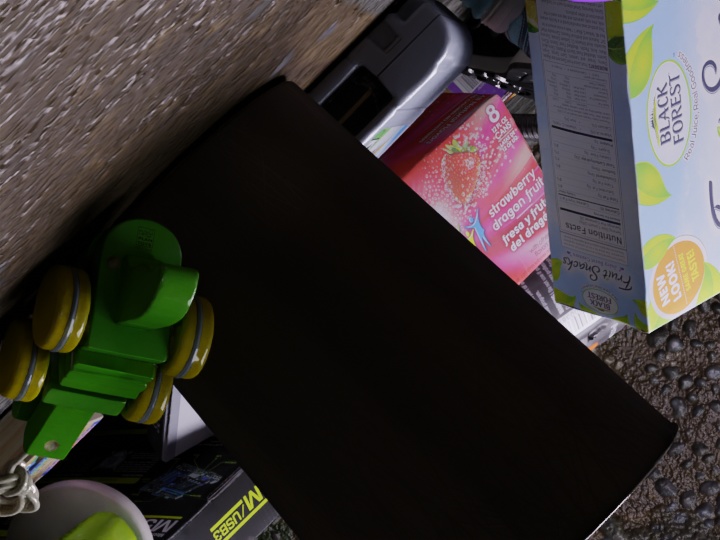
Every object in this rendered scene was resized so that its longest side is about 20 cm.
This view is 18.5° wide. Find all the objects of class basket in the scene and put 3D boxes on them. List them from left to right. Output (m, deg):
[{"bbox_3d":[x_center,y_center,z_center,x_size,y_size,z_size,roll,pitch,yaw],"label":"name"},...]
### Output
[{"bbox_3d":[0.001,0.037,0.862,0.136,0.200,0.180,-42,177,-22],"label":"basket"}]

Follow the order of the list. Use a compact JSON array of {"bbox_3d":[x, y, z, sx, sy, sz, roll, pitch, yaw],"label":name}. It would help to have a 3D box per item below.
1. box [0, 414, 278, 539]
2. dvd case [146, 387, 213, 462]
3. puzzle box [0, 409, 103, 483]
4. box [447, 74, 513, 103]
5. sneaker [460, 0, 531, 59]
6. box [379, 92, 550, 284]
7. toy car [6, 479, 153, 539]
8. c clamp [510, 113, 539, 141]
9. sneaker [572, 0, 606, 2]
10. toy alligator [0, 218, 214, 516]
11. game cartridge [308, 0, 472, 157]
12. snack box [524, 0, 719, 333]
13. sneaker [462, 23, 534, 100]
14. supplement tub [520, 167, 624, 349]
[{"bbox_3d":[-0.116,0.125,1.353,0.200,0.048,0.193,-6,-151,43],"label":"box"},{"bbox_3d":[-0.032,0.022,1.270,0.200,0.025,0.150,-28,155,-23],"label":"dvd case"},{"bbox_3d":[-0.216,0.137,1.098,0.200,0.025,0.133,-44,179,3],"label":"puzzle box"},{"bbox_3d":[0.149,-0.189,1.443,0.200,0.039,0.137,-45,178,23],"label":"box"},{"bbox_3d":[0.134,-0.159,1.099,0.200,0.086,0.078,-42,178,-32],"label":"sneaker"},{"bbox_3d":[0.000,0.000,1.147,0.200,0.096,0.100,-43,-154,-24],"label":"box"},{"bbox_3d":[-0.169,0.216,1.138,0.200,0.150,0.175,-45,178,18],"label":"toy car"},{"bbox_3d":[0.092,-0.085,1.269,0.199,0.027,0.171,3,-174,33],"label":"c clamp"},{"bbox_3d":[0.158,-0.154,0.897,0.200,0.070,0.099,-24,-152,-37],"label":"sneaker"},{"bbox_3d":[-0.104,0.030,0.822,0.200,0.059,0.054,133,-37,-51],"label":"toy alligator"},{"bbox_3d":[-0.028,-0.044,1.011,0.200,0.040,0.133,-44,-178,9],"label":"game cartridge"},{"bbox_3d":[0.159,-0.096,1.032,0.168,0.201,0.068,-26,-151,-35],"label":"snack box"},{"bbox_3d":[0.113,-0.142,1.251,0.200,0.075,0.088,-162,-90,-76],"label":"sneaker"},{"bbox_3d":[0.056,0.034,1.260,0.200,0.107,0.107,-34,176,-13],"label":"supplement tub"}]
